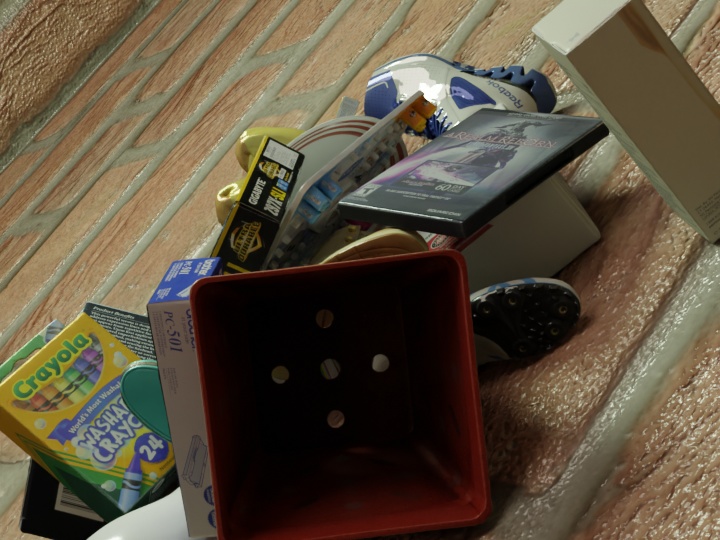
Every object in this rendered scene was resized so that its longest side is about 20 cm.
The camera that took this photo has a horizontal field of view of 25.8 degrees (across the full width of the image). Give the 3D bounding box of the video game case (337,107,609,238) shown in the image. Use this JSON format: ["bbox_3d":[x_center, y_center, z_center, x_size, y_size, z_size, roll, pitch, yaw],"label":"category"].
[{"bbox_3d":[0.097,-0.087,1.336,0.142,0.019,0.200,11,36,44],"label":"video game case"}]

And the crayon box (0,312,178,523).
[{"bbox_3d":[-0.246,0.127,1.429,0.126,0.200,0.052,-44,-16,-33],"label":"crayon box"}]

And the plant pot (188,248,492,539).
[{"bbox_3d":[-0.018,0.087,1.207,0.199,0.201,0.176,-6,5,-3],"label":"plant pot"}]

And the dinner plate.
[{"bbox_3d":[-0.038,-0.076,1.601,0.200,0.200,0.024,-43,51,-1],"label":"dinner plate"}]

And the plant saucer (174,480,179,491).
[{"bbox_3d":[-0.108,0.152,1.509,0.200,0.029,0.200,-36,23,18],"label":"plant saucer"}]

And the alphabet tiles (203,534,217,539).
[{"bbox_3d":[-0.104,0.277,1.167,0.200,0.015,0.195,-36,41,-17],"label":"alphabet tiles"}]

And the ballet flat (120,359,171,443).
[{"bbox_3d":[-0.117,0.133,1.388,0.070,0.199,0.068,-25,-43,-76],"label":"ballet flat"}]

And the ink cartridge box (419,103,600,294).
[{"bbox_3d":[0.116,-0.051,1.427,0.144,0.084,0.200,-39,22,10],"label":"ink cartridge box"}]

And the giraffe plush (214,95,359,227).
[{"bbox_3d":[-0.052,-0.102,1.748,0.200,0.172,0.162,-51,-1,6],"label":"giraffe plush"}]

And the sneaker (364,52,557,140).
[{"bbox_3d":[0.089,-0.155,1.589,0.198,0.081,0.115,4,40,22],"label":"sneaker"}]

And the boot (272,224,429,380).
[{"bbox_3d":[0.000,0.000,1.383,0.200,0.073,0.156,-41,8,34],"label":"boot"}]

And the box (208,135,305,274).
[{"bbox_3d":[-0.118,-0.004,1.450,0.160,0.049,0.201,-80,15,-63],"label":"box"}]

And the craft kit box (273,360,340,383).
[{"bbox_3d":[-0.087,0.066,1.534,0.197,0.049,0.200,-16,23,21],"label":"craft kit box"}]

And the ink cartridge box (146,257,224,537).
[{"bbox_3d":[-0.123,0.100,1.247,0.044,0.201,0.094,-5,20,8],"label":"ink cartridge box"}]

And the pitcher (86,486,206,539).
[{"bbox_3d":[-0.148,0.249,1.301,0.171,0.122,0.200,1,35,43],"label":"pitcher"}]

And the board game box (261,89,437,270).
[{"bbox_3d":[-0.021,-0.057,1.489,0.200,0.026,0.200,-43,-12,-41],"label":"board game box"}]

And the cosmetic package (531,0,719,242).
[{"bbox_3d":[0.228,-0.127,1.219,0.071,0.200,0.105,-40,22,6],"label":"cosmetic package"}]

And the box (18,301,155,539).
[{"bbox_3d":[-0.256,0.153,1.568,0.200,0.107,0.149,-80,5,-58],"label":"box"}]

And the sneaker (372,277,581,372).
[{"bbox_3d":[0.095,0.046,1.307,0.199,0.072,0.073,-23,20,33],"label":"sneaker"}]
